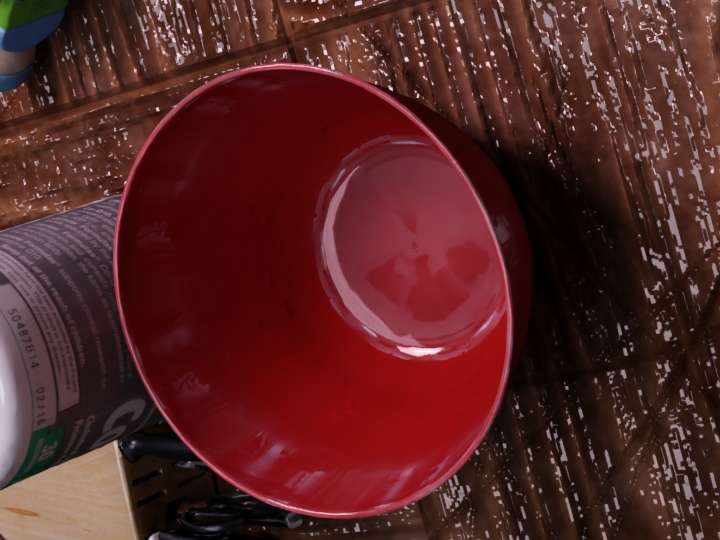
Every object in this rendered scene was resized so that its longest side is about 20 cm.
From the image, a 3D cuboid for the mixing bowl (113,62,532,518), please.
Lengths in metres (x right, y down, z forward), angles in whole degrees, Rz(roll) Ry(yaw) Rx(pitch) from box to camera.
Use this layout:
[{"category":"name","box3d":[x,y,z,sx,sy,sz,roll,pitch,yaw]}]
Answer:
[{"category":"mixing bowl","box3d":[0.000,0.000,0.973,0.200,0.108,0.200,8,106,28]}]

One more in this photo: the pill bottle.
[{"category":"pill bottle","box3d":[-0.132,0.027,1.040,0.113,0.200,0.113,15,114,37]}]

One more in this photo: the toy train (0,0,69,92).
[{"category":"toy train","box3d":[-0.224,-0.194,1.133,0.200,0.085,0.116,50,143,16]}]

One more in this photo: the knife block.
[{"category":"knife block","box3d":[-0.126,0.094,1.151,0.200,0.064,0.176,46,128,20]}]
